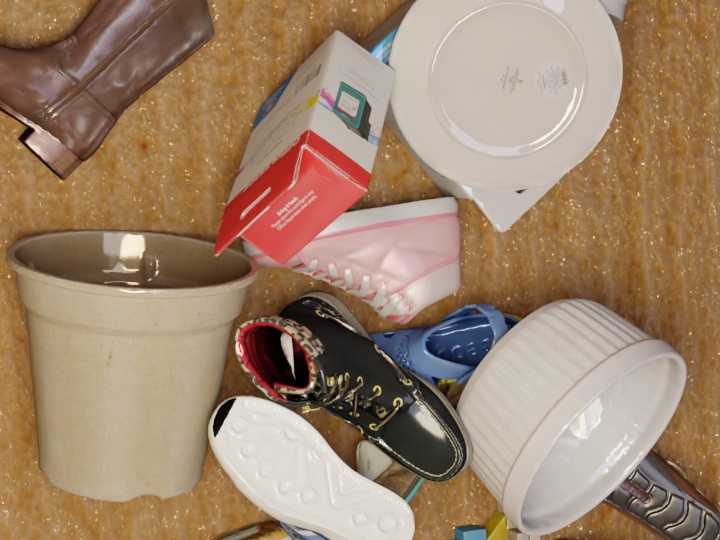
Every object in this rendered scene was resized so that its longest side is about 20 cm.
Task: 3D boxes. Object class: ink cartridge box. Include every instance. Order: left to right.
[{"bbox_3d":[-0.044,-0.088,1.423,0.067,0.116,0.200,35,40,-19],"label":"ink cartridge box"},{"bbox_3d":[0.091,-0.143,1.546,0.115,0.068,0.200,-43,105,-11],"label":"ink cartridge box"}]

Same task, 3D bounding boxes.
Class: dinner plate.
[{"bbox_3d":[0.123,-0.161,1.476,0.199,0.024,0.201,-1,109,-3],"label":"dinner plate"}]

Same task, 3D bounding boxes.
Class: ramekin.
[{"bbox_3d":[0.172,0.117,1.497,0.200,0.200,0.105,-39,60,-14],"label":"ramekin"}]

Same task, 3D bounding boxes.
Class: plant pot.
[{"bbox_3d":[-0.188,0.078,1.406,0.200,0.200,0.184,1,104,-20],"label":"plant pot"}]

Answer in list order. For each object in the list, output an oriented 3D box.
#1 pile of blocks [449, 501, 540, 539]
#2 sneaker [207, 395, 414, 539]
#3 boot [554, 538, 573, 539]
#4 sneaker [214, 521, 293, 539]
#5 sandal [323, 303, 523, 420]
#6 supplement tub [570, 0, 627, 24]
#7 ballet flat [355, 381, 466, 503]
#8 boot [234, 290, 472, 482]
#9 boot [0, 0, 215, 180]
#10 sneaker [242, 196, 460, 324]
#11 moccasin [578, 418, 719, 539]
[{"bbox_3d":[0.092,0.287,1.572,0.082,0.062,0.200,36,80,-18],"label":"pile of blocks"},{"bbox_3d":[-0.060,0.179,1.447,0.200,0.146,0.081,34,69,-15],"label":"sneaker"},{"bbox_3d":[0.275,0.295,1.588,0.200,0.155,0.077,27,83,-19],"label":"boot"},{"bbox_3d":[-0.139,0.281,1.480,0.199,0.076,0.088,-14,97,-18],"label":"sneaker"},{"bbox_3d":[0.055,0.073,1.515,0.199,0.087,0.080,-20,72,-2],"label":"sandal"},{"bbox_3d":[0.178,-0.321,1.529,0.145,0.145,0.201,6,91,-20],"label":"supplement tub"},{"bbox_3d":[0.042,0.157,1.552,0.072,0.068,0.200,41,78,4],"label":"ballet flat"},{"bbox_3d":[-0.008,0.103,1.415,0.204,0.154,0.074,45,106,10],"label":"boot"},{"bbox_3d":[-0.232,-0.203,1.428,0.200,0.064,0.186,-47,119,-9],"label":"boot"},{"bbox_3d":[0.000,0.000,1.516,0.199,0.075,0.105,-9,90,-23],"label":"sneaker"},{"bbox_3d":[0.248,0.182,1.618,0.201,0.078,0.074,32,98,0],"label":"moccasin"}]
